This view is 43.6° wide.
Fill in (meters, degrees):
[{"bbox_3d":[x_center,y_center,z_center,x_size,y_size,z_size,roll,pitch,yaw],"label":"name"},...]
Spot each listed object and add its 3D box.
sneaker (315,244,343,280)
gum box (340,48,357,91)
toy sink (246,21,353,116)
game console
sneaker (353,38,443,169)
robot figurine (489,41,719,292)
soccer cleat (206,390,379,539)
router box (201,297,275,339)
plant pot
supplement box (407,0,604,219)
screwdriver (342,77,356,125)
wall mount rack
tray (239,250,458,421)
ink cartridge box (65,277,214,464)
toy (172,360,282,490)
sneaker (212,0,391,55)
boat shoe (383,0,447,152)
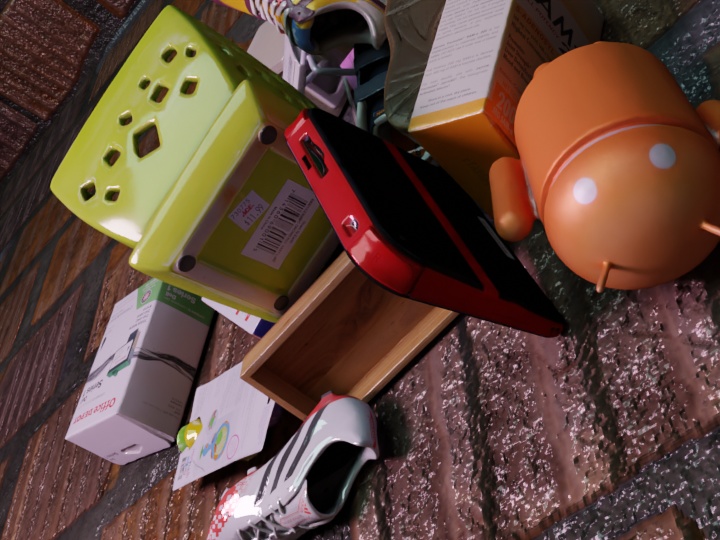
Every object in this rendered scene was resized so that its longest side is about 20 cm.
[{"bbox_3d":[0.001,0.001,0.821,0.202,0.077,0.147,-4,68,45],"label":"sneaker"},{"bbox_3d":[0.052,-0.216,0.956,0.114,0.066,0.200,-49,29,17],"label":"gum box"},{"bbox_3d":[-0.070,-0.261,1.150,0.200,0.112,0.131,-12,52,60],"label":"toy sink"},{"bbox_3d":[0.041,-0.036,0.646,0.031,0.177,0.200,-52,40,21],"label":"game console"},{"bbox_3d":[0.034,-0.165,0.823,0.078,0.079,0.201,-23,77,25],"label":"sneaker"},{"bbox_3d":[0.166,-0.070,0.578,0.200,0.143,0.117,-94,19,-48],"label":"robot figurine"},{"bbox_3d":[-0.057,0.187,0.730,0.200,0.069,0.085,-48,25,8],"label":"soccer cleat"},{"bbox_3d":[-0.083,-0.024,0.998,0.200,0.049,0.179,-60,28,-4],"label":"router box"},{"bbox_3d":[-0.113,-0.077,0.782,0.200,0.199,0.181,-56,47,7],"label":"plant pot"},{"bbox_3d":[0.122,-0.160,0.718,0.073,0.126,0.201,-9,54,41],"label":"supplement box"},{"bbox_3d":[0.006,-0.134,0.938,0.029,0.028,0.201,-37,51,37],"label":"screwdriver"},{"bbox_3d":[-0.048,-0.218,0.966,0.200,0.074,0.174,102,158,-48],"label":"wall mount rack"},{"bbox_3d":[0.001,0.042,0.743,0.200,0.099,0.037,-47,19,19],"label":"tray"},{"bbox_3d":[-0.268,0.121,1.109,0.146,0.084,0.200,-29,39,43],"label":"ink cartridge box"},{"bbox_3d":[-0.117,0.148,0.884,0.200,0.047,0.115,-30,42,47],"label":"toy"},{"bbox_3d":[-0.063,-0.245,0.819,0.199,0.075,0.090,6,65,17],"label":"sneaker"},{"bbox_3d":[0.065,-0.192,0.769,0.072,0.065,0.201,-9,62,31],"label":"boat shoe"}]
